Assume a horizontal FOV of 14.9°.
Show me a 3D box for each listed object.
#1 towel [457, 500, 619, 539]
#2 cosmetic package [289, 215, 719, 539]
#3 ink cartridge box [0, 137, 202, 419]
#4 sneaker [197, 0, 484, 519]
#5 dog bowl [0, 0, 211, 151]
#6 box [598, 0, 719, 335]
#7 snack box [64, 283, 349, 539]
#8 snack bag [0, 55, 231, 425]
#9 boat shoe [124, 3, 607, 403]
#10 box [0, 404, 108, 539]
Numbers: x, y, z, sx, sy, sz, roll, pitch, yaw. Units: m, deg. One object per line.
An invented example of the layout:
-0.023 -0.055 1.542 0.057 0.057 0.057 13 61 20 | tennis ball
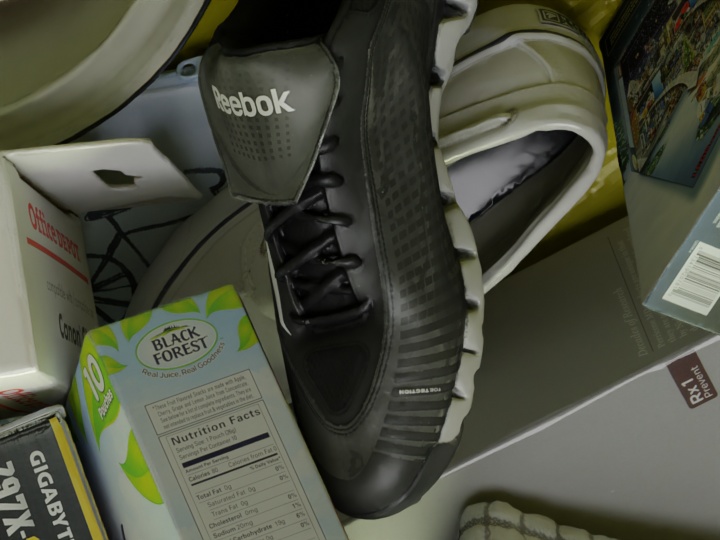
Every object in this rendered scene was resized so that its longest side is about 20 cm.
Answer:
0.103 0.179 0.847 0.199 0.166 0.086 16 131 -9 | towel
0.079 0.057 0.920 0.199 0.090 0.107 -30 124 7 | cosmetic package
-0.147 0.015 0.837 0.198 0.068 0.116 -11 173 4 | ink cartridge box
-0.011 -0.031 0.791 0.066 0.202 0.090 -4 169 37 | sneaker
-0.134 -0.128 0.784 0.198 0.074 0.201 -2 128 -2 | dog bowl
0.135 -0.098 0.781 0.037 0.137 0.201 20 125 -15 | box
-0.048 0.109 0.853 0.053 0.143 0.200 -18 161 -20 | snack box
-0.097 0.016 0.932 0.187 0.021 0.201 -9 126 3 | snack bag
0.000 0.000 0.873 0.199 0.066 0.072 -35 122 19 | boat shoe
-0.095 0.149 0.866 0.049 0.160 0.201 -20 89 -21 | box
